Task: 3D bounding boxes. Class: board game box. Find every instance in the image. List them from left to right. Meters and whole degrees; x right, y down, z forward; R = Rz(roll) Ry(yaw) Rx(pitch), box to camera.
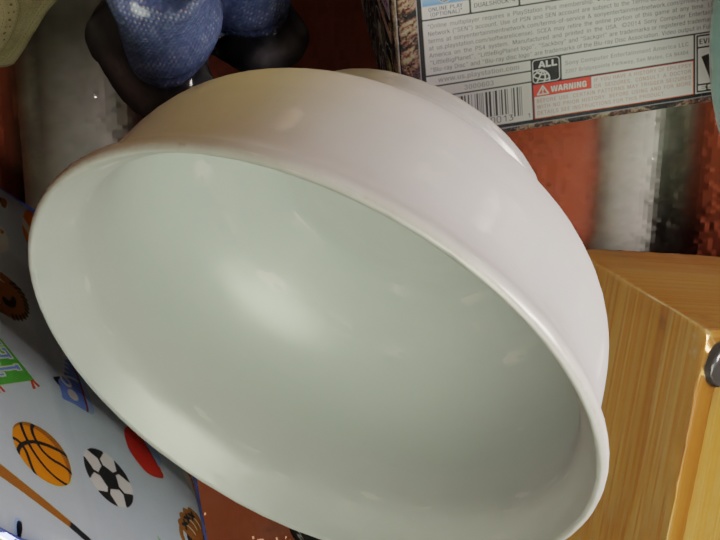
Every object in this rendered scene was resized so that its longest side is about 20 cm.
[{"bbox_3d":[0.076,-0.158,0.937,0.158,0.097,0.201,-9,127,-5],"label":"board game box"}]

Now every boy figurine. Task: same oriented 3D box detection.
[{"bbox_3d":[-0.053,-0.128,0.885,0.124,0.064,0.200,-32,152,-21],"label":"boy figurine"}]

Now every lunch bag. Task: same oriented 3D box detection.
[{"bbox_3d":[-0.131,0.047,0.986,0.075,0.201,0.160,-38,138,19],"label":"lunch bag"}]

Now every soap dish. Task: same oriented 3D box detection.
[{"bbox_3d":[0.117,0.096,1.069,0.157,0.081,0.201,3,99,-52],"label":"soap dish"}]

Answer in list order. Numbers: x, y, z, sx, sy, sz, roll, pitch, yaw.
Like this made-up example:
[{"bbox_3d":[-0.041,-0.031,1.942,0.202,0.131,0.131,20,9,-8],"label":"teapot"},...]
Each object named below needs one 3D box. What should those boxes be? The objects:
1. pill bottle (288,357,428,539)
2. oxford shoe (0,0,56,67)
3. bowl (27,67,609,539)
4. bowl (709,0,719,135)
[{"bbox_3d":[0.025,0.086,1.102,0.106,0.106,0.201,-21,128,4],"label":"pill bottle"},{"bbox_3d":[-0.099,-0.148,0.938,0.075,0.071,0.200,11,130,-42],"label":"oxford shoe"},{"bbox_3d":[0.000,0.000,0.933,0.200,0.091,0.202,18,145,14],"label":"bowl"},{"bbox_3d":[0.210,-0.095,0.911,0.200,0.105,0.202,-30,135,-36],"label":"bowl"}]
